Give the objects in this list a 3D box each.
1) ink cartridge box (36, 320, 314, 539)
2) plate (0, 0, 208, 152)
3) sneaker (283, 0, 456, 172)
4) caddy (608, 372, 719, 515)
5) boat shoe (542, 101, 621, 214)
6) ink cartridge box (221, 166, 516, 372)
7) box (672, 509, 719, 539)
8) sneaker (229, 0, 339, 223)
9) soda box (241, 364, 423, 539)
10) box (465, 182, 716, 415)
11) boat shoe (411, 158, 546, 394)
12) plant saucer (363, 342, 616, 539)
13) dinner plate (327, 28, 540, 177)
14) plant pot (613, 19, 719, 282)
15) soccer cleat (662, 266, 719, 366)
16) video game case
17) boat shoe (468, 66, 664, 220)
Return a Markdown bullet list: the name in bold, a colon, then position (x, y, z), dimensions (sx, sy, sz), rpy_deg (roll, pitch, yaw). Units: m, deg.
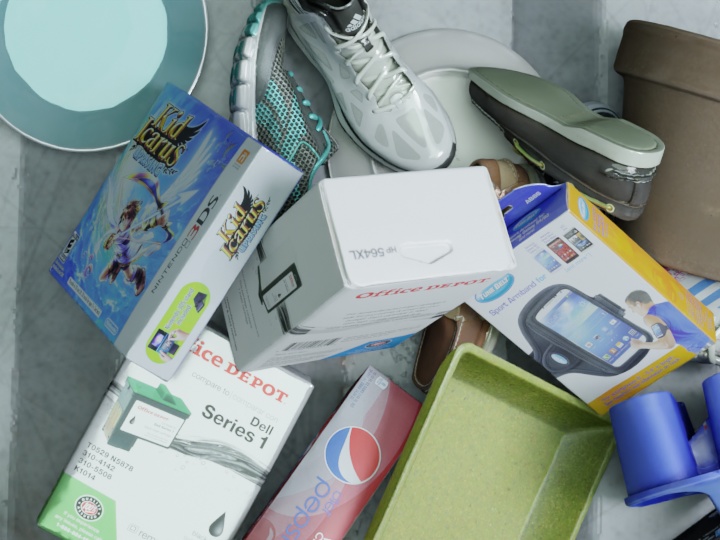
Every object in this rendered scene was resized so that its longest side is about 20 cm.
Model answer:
- **ink cartridge box**: position (-0.144, 0.140, 1.418), dimensions (0.145, 0.084, 0.201), rpy_deg (28, 87, -4)
- **plate**: position (-0.221, -0.195, 1.453), dimensions (0.198, 0.026, 0.202), rpy_deg (0, 88, -5)
- **sneaker**: position (-0.001, -0.162, 1.406), dimensions (0.075, 0.115, 0.201), rpy_deg (-38, 79, -2)
- **caddy**: position (0.271, 0.142, 1.397), dimensions (0.140, 0.200, 0.106), rpy_deg (-18, 78, 12)
- **boat shoe**: position (0.166, -0.040, 1.447), dimensions (0.071, 0.068, 0.201), rpy_deg (27, 89, -19)
- **ink cartridge box**: position (0.000, 0.000, 1.331), dimensions (0.145, 0.200, 0.085), rpy_deg (-7, 73, -30)
- **box**: position (0.282, 0.232, 1.390), dimensions (0.199, 0.198, 0.050), rpy_deg (-34, 92, -4)
- **sneaker**: position (-0.061, -0.115, 1.443), dimensions (0.090, 0.078, 0.202), rpy_deg (2, 98, -9)
- **soda box**: position (-0.029, 0.175, 1.410), dimensions (0.063, 0.070, 0.201), rpy_deg (36, 72, 0)
- **box**: position (0.164, 0.019, 1.375), dimensions (0.200, 0.042, 0.119), rpy_deg (37, 123, -26)
- **boat shoe**: position (0.079, 0.003, 1.429), dimensions (0.071, 0.076, 0.202), rpy_deg (18, 94, -31)
- **plant saucer**: position (0.093, 0.174, 1.419), dimensions (0.199, 0.048, 0.201), rpy_deg (27, 86, -37)
- **dinner plate**: position (0.072, -0.099, 1.473), dimensions (0.198, 0.024, 0.202), rpy_deg (0, 88, -3)
- **plant pot**: position (0.279, -0.085, 1.409), dimensions (0.198, 0.200, 0.176), rpy_deg (15, 96, -4)
- **soccer cleat**: position (0.267, 0.040, 1.443), dimensions (0.198, 0.087, 0.070), rpy_deg (2, 117, -4)
- **video game case**: position (-0.146, -0.035, 1.362), dimensions (0.045, 0.200, 0.182), rpy_deg (33, 91, -33)
- **boat shoe**: position (0.149, -0.103, 1.393), dimensions (0.071, 0.201, 0.061), rpy_deg (-9, 120, -36)
